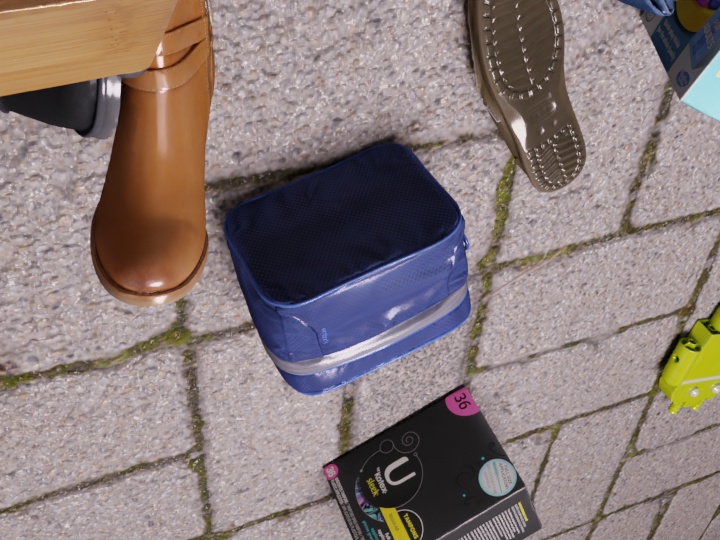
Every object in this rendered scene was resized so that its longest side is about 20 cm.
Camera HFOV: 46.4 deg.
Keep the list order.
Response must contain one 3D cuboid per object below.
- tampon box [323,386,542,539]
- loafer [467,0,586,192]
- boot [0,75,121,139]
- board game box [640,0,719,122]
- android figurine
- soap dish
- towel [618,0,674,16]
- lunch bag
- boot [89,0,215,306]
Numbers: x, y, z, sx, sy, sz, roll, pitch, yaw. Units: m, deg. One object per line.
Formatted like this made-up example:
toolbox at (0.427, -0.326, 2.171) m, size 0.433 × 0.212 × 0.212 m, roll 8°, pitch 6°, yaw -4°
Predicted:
tampon box at (0.085, 0.267, 0.986) m, size 0.198 × 0.151 × 0.127 m, roll -30°, pitch 139°, yaw -2°
loafer at (0.126, -0.156, 0.682) m, size 0.075 × 0.067 × 0.202 m, roll -27°, pitch 122°, yaw -10°
boot at (-0.240, -0.111, 0.447) m, size 0.197 × 0.164 × 0.067 m, roll 1°, pitch 97°, yaw -30°
board game box at (0.300, -0.235, 0.624) m, size 0.046 × 0.152 × 0.201 m, roll 21°, pitch 128°, yaw -13°
android figurine at (0.493, 0.123, 1.172) m, size 0.180 × 0.041 × 0.202 m, roll -2°, pitch 128°, yaw -29°
soap dish at (-0.184, -0.163, 0.397) m, size 0.155 × 0.201 × 0.082 m, roll -15°, pitch 144°, yaw -17°
towel at (0.139, -0.244, 0.570) m, size 0.198 × 0.112 × 0.049 m, roll 19°, pitch 106°, yaw -40°
lunch bag at (0.000, 0.000, 0.699) m, size 0.198 × 0.136 × 0.133 m, roll -23°, pitch 138°, yaw -11°
boot at (-0.122, -0.095, 0.498) m, size 0.072 × 0.202 × 0.156 m, roll 3°, pitch 137°, yaw -13°
